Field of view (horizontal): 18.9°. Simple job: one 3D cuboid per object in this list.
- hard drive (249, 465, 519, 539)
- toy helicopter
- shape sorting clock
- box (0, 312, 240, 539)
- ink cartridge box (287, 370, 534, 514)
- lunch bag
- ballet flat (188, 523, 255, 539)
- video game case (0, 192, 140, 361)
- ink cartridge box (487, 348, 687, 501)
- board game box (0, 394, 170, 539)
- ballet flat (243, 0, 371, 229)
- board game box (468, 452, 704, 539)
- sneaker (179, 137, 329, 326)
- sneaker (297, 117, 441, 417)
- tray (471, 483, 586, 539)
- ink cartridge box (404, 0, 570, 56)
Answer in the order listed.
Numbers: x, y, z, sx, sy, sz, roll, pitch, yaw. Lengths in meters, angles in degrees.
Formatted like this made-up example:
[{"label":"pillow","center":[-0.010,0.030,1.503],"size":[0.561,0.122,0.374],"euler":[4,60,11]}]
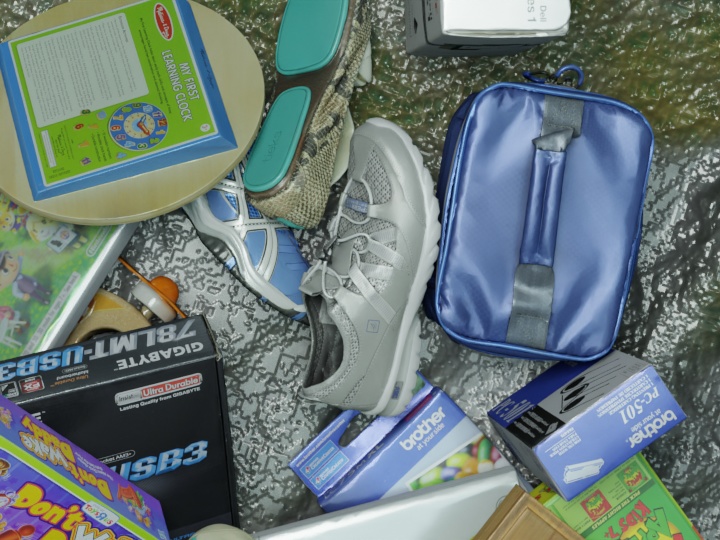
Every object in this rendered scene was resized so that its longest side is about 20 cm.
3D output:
[{"label":"hard drive","center":[0.024,0.222,1.470],"size":[0.199,0.027,0.133],"euler":[-14,96,-5]},{"label":"toy helicopter","center":[-0.185,0.017,1.465],"size":[0.132,0.079,0.201],"euler":[-24,81,4]},{"label":"shape sorting clock","center":[-0.162,-0.109,1.430],"size":[0.199,0.039,0.201],"euler":[-5,54,6]},{"label":"box","center":[-0.182,0.133,1.408],"size":[0.199,0.050,0.199],"euler":[-13,135,-13]},{"label":"ink cartridge box","center":[0.057,0.170,1.504],"size":[0.119,0.042,0.200],"euler":[-43,93,-2]},{"label":"lunch bag","center":[0.121,-0.039,1.453],"size":[0.135,0.132,0.201],"euler":[8,92,-5]},{"label":"ballet flat","center":[-0.039,0.246,1.420],"size":[0.200,0.069,0.070],"euler":[39,89,-8]},{"label":"video game case","center":[-0.262,-0.012,1.440],"size":[0.182,0.022,0.200],"euler":[30,84,17]},{"label":"ink cartridge box","center":[0.145,0.096,1.425],"size":[0.094,0.200,0.044],"euler":[-35,94,-2]},{"label":"board game box","center":[-0.233,0.153,1.340],"size":[0.134,0.045,0.200],"euler":[-38,132,13]},{"label":"ballet flat","center":[-0.027,-0.119,1.463],"size":[0.075,0.068,0.201],"euler":[35,60,-44]},{"label":"board game box","center":[0.125,0.208,1.441],"size":[0.200,0.048,0.102],"euler":[-37,98,-3]},{"label":"sneaker","center":[-0.080,-0.047,1.465],"size":[0.077,0.076,0.200],"euler":[-41,94,-1]},{"label":"sneaker","center":[0.000,0.000,1.419],"size":[0.082,0.075,0.201],"euler":[-1,97,-31]},{"label":"tray","center":[0.080,0.249,1.395],"size":[0.099,0.037,0.200],"euler":[39,87,-7]},{"label":"ink cartridge box","center":[0.079,-0.218,1.408],"size":[0.084,0.200,0.147],"euler":[-1,92,-5]}]
